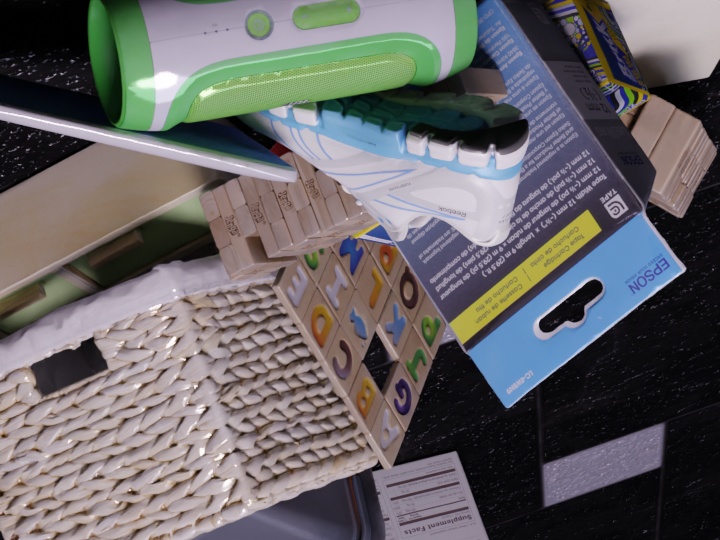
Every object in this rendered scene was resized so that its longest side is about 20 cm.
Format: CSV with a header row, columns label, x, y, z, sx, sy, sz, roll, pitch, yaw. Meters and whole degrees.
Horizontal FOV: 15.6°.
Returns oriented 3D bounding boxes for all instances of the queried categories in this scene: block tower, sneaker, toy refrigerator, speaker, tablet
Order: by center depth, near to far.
label,x,y,z,sx,sy,sz,roll,pitch,yaw
speaker,-0.042,-0.128,1.409,0.199,0.089,0.089,-11,154,-17
tablet,-0.142,-0.083,1.451,0.199,0.014,0.130,11,-171,-21
sneaker,0.003,-0.062,1.463,0.075,0.199,0.087,-33,133,-42
block tower,-0.003,-0.054,1.535,0.199,0.058,0.054,-26,170,28
toy refrigerator,-0.165,-0.027,1.646,0.199,0.070,0.076,-26,156,13
block tower,0.199,-0.079,1.758,0.058,0.054,0.200,-60,169,1

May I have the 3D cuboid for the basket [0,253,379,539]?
label,x,y,z,sx,sy,sz,roll,pitch,yaw
basket,-0.124,0.091,1.669,0.197,0.162,0.200,-24,176,26

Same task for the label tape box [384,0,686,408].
label,x,y,z,sx,sy,sz,roll,pitch,yaw
label tape box,0.094,-0.042,1.549,0.143,0.201,0.066,-40,165,24

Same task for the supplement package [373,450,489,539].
label,x,y,z,sx,sy,sz,roll,pitch,yaw
supplement package,0.015,0.267,2.352,0.155,0.111,0.200,-13,154,-17

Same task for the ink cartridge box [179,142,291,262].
label,x,y,z,sx,sy,sz,roll,pitch,yaw
ink cartridge box,-0.026,-0.023,1.792,0.160,0.050,0.200,-2,152,-35

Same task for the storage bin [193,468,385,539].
label,x,y,z,sx,sy,sz,roll,pitch,yaw
storage bin,-0.077,0.134,1.918,0.145,0.201,0.134,-34,143,28

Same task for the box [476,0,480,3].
label,x,y,z,sx,sy,sz,roll,pitch,yaw
box,-0.020,-0.167,1.498,0.199,0.048,0.193,-9,151,-23

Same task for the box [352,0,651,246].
label,x,y,z,sx,sy,sz,roll,pitch,yaw
box,0.075,-0.091,1.633,0.199,0.070,0.064,-32,159,26

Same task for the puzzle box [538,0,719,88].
label,x,y,z,sx,sy,sz,roll,pitch,yaw
puzzle box,0.155,-0.154,1.684,0.199,0.026,0.133,-11,155,-20

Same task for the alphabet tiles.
label,x,y,z,sx,sy,sz,roll,pitch,yaw
alphabet tiles,0.000,0.000,1.693,0.008,0.168,0.200,-8,130,30
